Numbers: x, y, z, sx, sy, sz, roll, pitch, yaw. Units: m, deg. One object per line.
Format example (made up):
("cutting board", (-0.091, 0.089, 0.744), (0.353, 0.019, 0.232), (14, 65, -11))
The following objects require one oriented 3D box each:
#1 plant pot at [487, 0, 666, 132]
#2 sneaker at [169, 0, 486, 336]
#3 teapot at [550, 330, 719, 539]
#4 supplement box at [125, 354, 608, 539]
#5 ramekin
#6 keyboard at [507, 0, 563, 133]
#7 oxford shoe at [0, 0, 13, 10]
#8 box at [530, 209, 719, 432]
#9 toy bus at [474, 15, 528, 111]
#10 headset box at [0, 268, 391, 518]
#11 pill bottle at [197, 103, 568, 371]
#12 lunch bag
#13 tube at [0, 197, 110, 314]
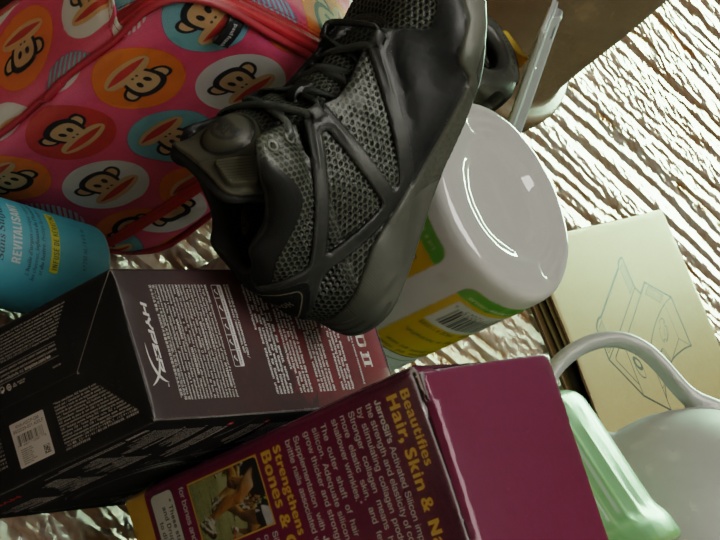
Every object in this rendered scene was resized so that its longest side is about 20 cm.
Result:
("plant pot", (0.118, -0.201, 1.504), (0.200, 0.174, 0.201), (34, 45, -42))
("sneaker", (-0.013, -0.078, 1.059), (0.114, 0.076, 0.200), (20, 90, -39))
("teapot", (0.167, 0.170, 1.388), (0.146, 0.198, 0.200), (2, 36, -13))
("supplement box", (0.004, 0.131, 1.079), (0.103, 0.200, 0.131), (-4, 74, -49))
("ramekin", (0.059, 0.145, 1.223), (0.200, 0.200, 0.098), (-15, 73, -55))
("keyboard", (0.085, -0.068, 1.415), (0.011, 0.200, 0.056), (22, 29, 9))
("oxford shoe", (-0.137, -0.122, 1.232), (0.200, 0.084, 0.073), (40, 39, -33))
("box", (0.188, 0.046, 1.607), (0.200, 0.021, 0.164), (-13, 79, -56))
("toy bus", (-0.025, -0.137, 1.352), (0.192, 0.136, 0.200), (57, 36, 0))
("headset box", (-0.092, 0.059, 1.115), (0.200, 0.149, 0.077), (-2, 70, -52))
("pill bottle", (0.000, 0.000, 1.228), (0.111, 0.200, 0.111), (32, 45, -38))
("lunch bag", (-0.095, -0.086, 1.162), (0.176, 0.200, 0.082), (23, 46, -43))
("tube", (-0.212, -0.019, 1.104), (0.200, 0.050, 0.078), (16, 49, -41))
